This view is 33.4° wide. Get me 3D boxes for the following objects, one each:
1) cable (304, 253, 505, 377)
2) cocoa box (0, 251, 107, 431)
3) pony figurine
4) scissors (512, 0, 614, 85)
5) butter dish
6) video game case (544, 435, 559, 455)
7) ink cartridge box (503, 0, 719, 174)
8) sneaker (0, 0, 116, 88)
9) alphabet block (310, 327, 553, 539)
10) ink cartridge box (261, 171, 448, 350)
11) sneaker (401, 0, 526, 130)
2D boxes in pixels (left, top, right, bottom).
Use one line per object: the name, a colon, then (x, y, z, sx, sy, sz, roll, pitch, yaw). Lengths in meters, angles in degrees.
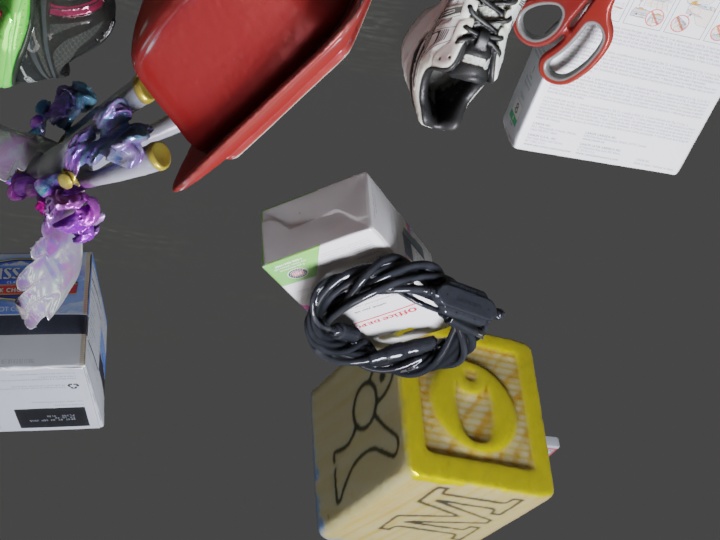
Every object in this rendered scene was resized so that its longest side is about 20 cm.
cable: (0.028, 0.046, 1.141, 0.198, 0.051, 0.163, 16, 145, -34)
cocoa box: (-0.353, 0.071, 1.166, 0.197, 0.132, 0.134, -1, 147, -5)
pony figurine: (-0.227, -0.077, 0.927, 0.198, 0.194, 0.167, -22, 111, 26)
scissors: (0.190, -0.215, 0.870, 0.073, 0.014, 0.200, 45, 126, -4)
butter dish: (-0.084, -0.188, 0.789, 0.147, 0.200, 0.200, 39, 130, -18)
video game case: (0.165, 0.272, 1.650, 0.141, 0.018, 0.200, 8, 145, -19)
ink cartridge box: (0.223, -0.177, 0.959, 0.159, 0.050, 0.201, 7, 127, -18)
sneaker: (-0.206, -0.203, 0.835, 0.083, 0.077, 0.200, -3, 155, -36)
alphabet block: (0.074, 0.192, 1.356, 0.195, 0.197, 0.200, 13, 145, -28)
ink cartridge box: (0.000, 0.000, 1.163, 0.116, 0.068, 0.200, -18, 144, 18)
sneaker: (0.091, -0.182, 0.877, 0.075, 0.088, 0.201, 8, 144, -16)
